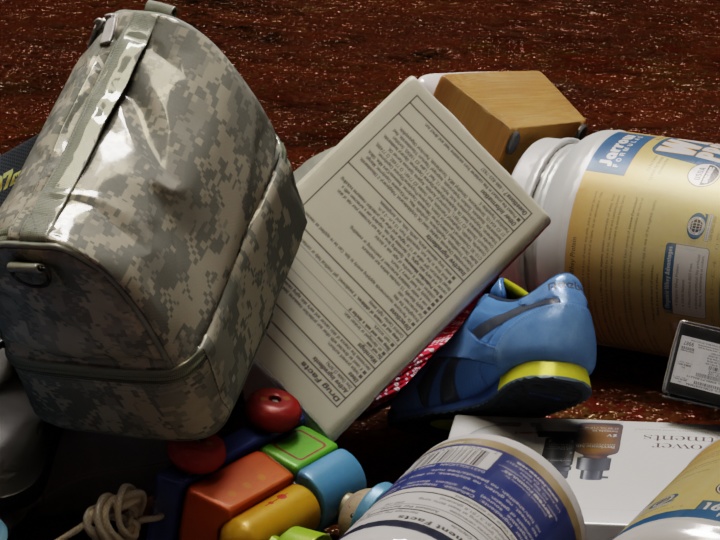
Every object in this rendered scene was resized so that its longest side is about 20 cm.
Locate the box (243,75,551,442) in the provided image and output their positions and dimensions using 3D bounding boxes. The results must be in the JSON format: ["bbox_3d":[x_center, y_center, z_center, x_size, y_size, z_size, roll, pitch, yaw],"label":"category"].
[{"bbox_3d":[0.000,0.000,1.709,0.200,0.128,0.109,-44,-2,-13],"label":"box"}]

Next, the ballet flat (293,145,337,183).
[{"bbox_3d":[-0.059,-0.009,1.901,0.200,0.067,0.064,-37,24,9],"label":"ballet flat"}]

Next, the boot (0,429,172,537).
[{"bbox_3d":[-0.205,0.142,1.605,0.199,0.070,0.132,-11,22,7],"label":"boot"}]

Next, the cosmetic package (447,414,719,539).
[{"bbox_3d":[0.143,0.136,1.596,0.199,0.052,0.151,1,22,8],"label":"cosmetic package"}]

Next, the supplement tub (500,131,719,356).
[{"bbox_3d":[0.207,-0.016,1.848,0.199,0.146,0.145,10,23,28],"label":"supplement tub"}]

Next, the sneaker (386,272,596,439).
[{"bbox_3d":[0.082,0.054,1.687,0.066,0.079,0.200,11,-21,-26],"label":"sneaker"}]

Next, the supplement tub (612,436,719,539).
[{"bbox_3d":[0.202,0.161,1.380,0.144,0.146,0.200,9,22,27],"label":"supplement tub"}]

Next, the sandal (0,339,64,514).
[{"bbox_3d":[-0.202,0.072,1.621,0.075,0.045,0.200,-8,27,4],"label":"sandal"}]

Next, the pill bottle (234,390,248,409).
[{"bbox_3d":[-0.169,0.041,1.803,0.199,0.107,0.106,-2,20,3],"label":"pill bottle"}]

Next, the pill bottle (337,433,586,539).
[{"bbox_3d":[0.035,0.170,1.420,0.110,0.112,0.200,7,22,23],"label":"pill bottle"}]

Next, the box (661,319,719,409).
[{"bbox_3d":[0.305,0.080,1.652,0.199,0.050,0.157,13,-1,35],"label":"box"}]

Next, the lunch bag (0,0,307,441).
[{"bbox_3d":[-0.128,-0.030,1.558,0.139,0.168,0.201,7,52,22],"label":"lunch bag"}]

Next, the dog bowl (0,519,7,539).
[{"bbox_3d":[-0.286,0.155,1.483,0.199,0.050,0.112,-15,23,27],"label":"dog bowl"}]

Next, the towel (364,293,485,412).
[{"bbox_3d":[0.005,0.045,1.903,0.144,0.023,0.200,12,24,36],"label":"towel"}]

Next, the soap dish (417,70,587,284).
[{"bbox_3d":[0.080,-0.061,1.950,0.081,0.158,0.200,26,14,19],"label":"soap dish"}]

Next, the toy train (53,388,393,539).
[{"bbox_3d":[-0.068,0.148,1.552,0.115,0.085,0.200,26,31,28],"label":"toy train"}]

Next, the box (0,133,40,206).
[{"bbox_3d":[-0.190,-0.027,1.844,0.157,0.051,0.199,24,-35,-38],"label":"box"}]
